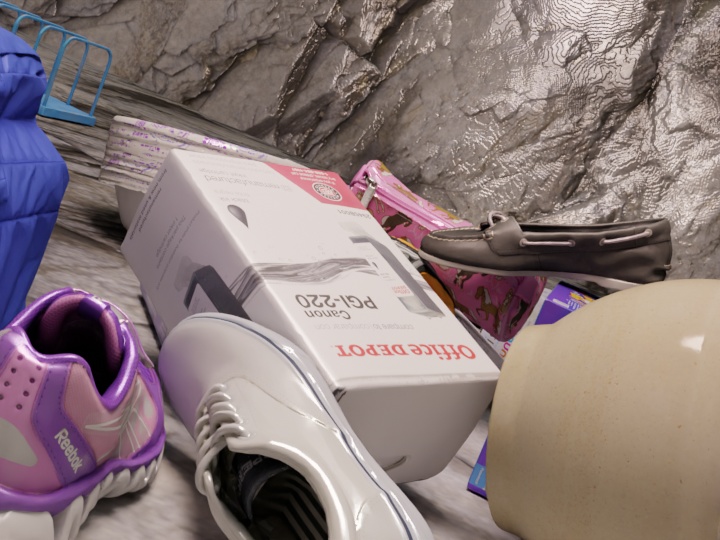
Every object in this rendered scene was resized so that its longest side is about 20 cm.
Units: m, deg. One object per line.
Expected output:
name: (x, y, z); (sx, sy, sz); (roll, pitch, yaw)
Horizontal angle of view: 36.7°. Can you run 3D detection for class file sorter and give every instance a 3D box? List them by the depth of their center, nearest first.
file sorter: (-0.497, -0.319, 1.639); (0.198, 0.124, 0.139); (26, 9, 16)

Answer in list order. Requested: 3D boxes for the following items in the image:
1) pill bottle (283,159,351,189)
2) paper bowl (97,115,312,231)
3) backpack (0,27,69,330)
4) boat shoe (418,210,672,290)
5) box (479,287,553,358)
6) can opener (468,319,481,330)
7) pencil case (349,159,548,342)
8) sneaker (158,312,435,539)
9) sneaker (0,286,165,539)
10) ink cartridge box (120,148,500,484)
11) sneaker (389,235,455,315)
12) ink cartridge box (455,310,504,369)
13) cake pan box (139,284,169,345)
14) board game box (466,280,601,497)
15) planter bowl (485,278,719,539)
pill bottle: (-0.019, -0.036, 1.210); (0.197, 0.114, 0.112); (23, 8, -7)
paper bowl: (-0.149, -0.071, 1.029); (0.197, 0.106, 0.201); (15, 1, 0)
backpack: (-0.237, -0.047, 0.492); (0.160, 0.171, 0.200); (16, 12, 0)
boat shoe: (0.145, -0.024, 0.848); (0.196, 0.058, 0.067); (7, 13, 0)
box: (0.242, 0.103, 1.094); (0.198, 0.098, 0.176); (16, 15, -41)
can opener: (0.161, 0.055, 1.173); (0.078, 0.064, 0.200); (26, -10, 33)
pencil case: (0.070, -0.018, 0.948); (0.199, 0.084, 0.086); (33, 20, 21)
sneaker: (-0.044, 0.079, 0.494); (0.070, 0.074, 0.199); (18, 16, -49)
sneaker: (-0.121, 0.050, 0.465); (0.079, 0.090, 0.200); (21, 7, 1)
ink cartridge box: (-0.031, 0.026, 0.640); (0.144, 0.085, 0.201); (3, 40, -45)
sneaker: (0.000, 0.000, 0.827); (0.198, 0.079, 0.077); (15, 20, -43)
ink cartridge box: (0.047, 0.022, 1.014); (0.201, 0.057, 0.163); (49, 2, -15)
cake pan box: (-0.053, 0.050, 0.786); (0.197, 0.053, 0.184); (21, 11, -21)
board game box: (0.135, 0.083, 0.794); (0.044, 0.136, 0.200); (24, 8, 11)
planter bowl: (0.150, 0.098, 0.611); (0.133, 0.204, 0.199); (7, 1, 26)
